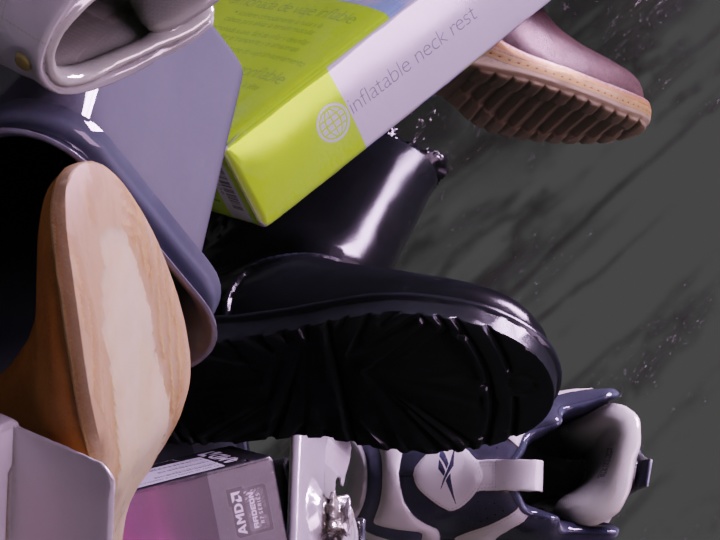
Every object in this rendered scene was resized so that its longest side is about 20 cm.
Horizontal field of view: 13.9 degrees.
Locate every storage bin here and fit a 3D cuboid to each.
[{"bbox_3d":[-0.145,-0.044,1.088,0.146,0.200,0.134,52,38,-34],"label":"storage bin"}]

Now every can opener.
[{"bbox_3d":[-0.026,0.055,1.324,0.053,0.066,0.200,47,42,-55],"label":"can opener"}]

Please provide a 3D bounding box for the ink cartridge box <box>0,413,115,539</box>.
[{"bbox_3d":[-0.179,0.093,0.987,0.068,0.200,0.115,-26,127,-50],"label":"ink cartridge box"}]

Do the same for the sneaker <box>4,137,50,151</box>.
[{"bbox_3d":[-0.128,-0.100,1.195,0.075,0.076,0.200,-38,114,-45],"label":"sneaker"}]

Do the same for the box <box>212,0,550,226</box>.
[{"bbox_3d":[-0.010,-0.101,1.260,0.200,0.122,0.048,-39,120,-22],"label":"box"}]

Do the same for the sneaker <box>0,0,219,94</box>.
[{"bbox_3d":[-0.072,-0.131,1.031,0.200,0.115,0.074,-44,149,-31],"label":"sneaker"}]

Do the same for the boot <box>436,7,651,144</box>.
[{"bbox_3d":[0.060,-0.159,1.403,0.200,0.072,0.167,19,68,-22],"label":"boot"}]

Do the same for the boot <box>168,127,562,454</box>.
[{"bbox_3d":[0.001,0.001,1.241,0.163,0.198,0.073,-66,146,-49],"label":"boot"}]

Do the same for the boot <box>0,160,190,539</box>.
[{"bbox_3d":[-0.129,0.061,1.015,0.071,0.144,0.202,-41,126,-56],"label":"boot"}]

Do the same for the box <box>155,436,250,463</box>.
[{"bbox_3d":[-0.096,0.170,1.228,0.159,0.046,0.200,-17,99,-51],"label":"box"}]

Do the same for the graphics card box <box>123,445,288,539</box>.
[{"bbox_3d":[-0.120,0.150,1.129,0.200,0.051,0.126,-12,96,-23],"label":"graphics card box"}]

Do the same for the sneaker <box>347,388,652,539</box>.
[{"bbox_3d":[0.101,0.101,1.419,0.199,0.129,0.080,17,73,-50],"label":"sneaker"}]
